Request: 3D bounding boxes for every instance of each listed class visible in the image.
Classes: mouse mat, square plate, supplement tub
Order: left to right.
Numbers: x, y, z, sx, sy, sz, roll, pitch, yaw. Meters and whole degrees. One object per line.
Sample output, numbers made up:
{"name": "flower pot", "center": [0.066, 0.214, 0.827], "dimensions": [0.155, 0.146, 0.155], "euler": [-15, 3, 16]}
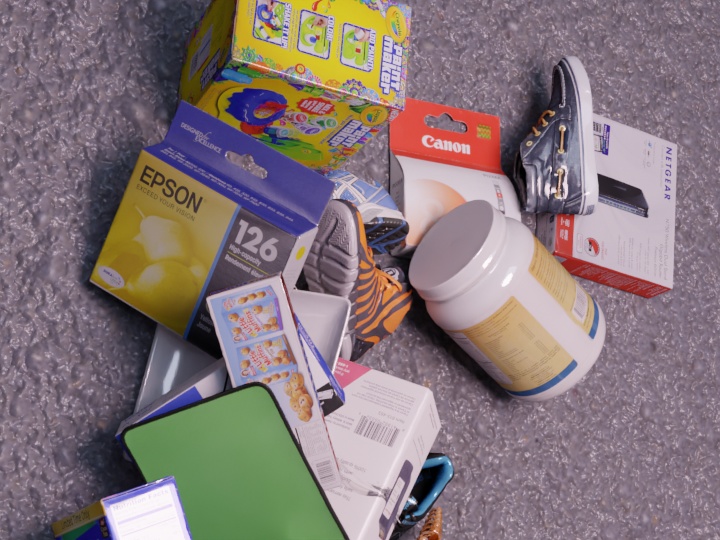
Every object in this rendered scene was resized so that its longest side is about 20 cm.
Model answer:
{"name": "mouse mat", "center": [-0.112, 0.204, 1.128], "dimensions": [0.202, 0.159, 0.008], "euler": [65, 19, -18]}
{"name": "square plate", "center": [-0.120, 0.110, 1.227], "dimensions": [0.197, 0.028, 0.202], "euler": [10, 77, 17]}
{"name": "supplement tub", "center": [0.161, 0.034, 1.367], "dimensions": [0.200, 0.144, 0.146], "euler": [43, 60, -25]}

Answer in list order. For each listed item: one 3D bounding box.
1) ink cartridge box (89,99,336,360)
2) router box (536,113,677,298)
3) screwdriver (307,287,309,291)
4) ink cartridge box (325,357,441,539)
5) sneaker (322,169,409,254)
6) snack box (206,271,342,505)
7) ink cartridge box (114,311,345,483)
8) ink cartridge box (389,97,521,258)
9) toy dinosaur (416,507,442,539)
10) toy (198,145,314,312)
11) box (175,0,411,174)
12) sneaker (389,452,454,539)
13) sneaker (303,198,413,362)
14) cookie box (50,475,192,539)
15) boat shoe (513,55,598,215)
{"name": "ink cartridge box", "center": [-0.147, -0.035, 1.205], "dimensions": [0.196, 0.047, 0.203], "euler": [28, 104, 20]}
{"name": "router box", "center": [0.310, -0.087, 1.554], "dimensions": [0.177, 0.049, 0.203], "euler": [15, 68, -22]}
{"name": "screwdriver", "center": [-0.050, 0.004, 1.363], "dimensions": [0.029, 0.028, 0.204], "euler": [27, 63, -49]}
{"name": "ink cartridge box", "center": [-0.025, 0.200, 1.243], "dimensions": [0.143, 0.085, 0.202], "euler": [17, 61, 22]}
{"name": "sneaker", "center": [-0.042, -0.065, 1.332], "dimensions": [0.198, 0.076, 0.078], "euler": [7, 49, -39]}
{"name": "snack box", "center": [-0.077, 0.108, 1.122], "dimensions": [0.071, 0.024, 0.203], "euler": [-15, 100, 4]}
{"name": "ink cartridge box", "center": [-0.120, 0.134, 1.161], "dimensions": [0.198, 0.044, 0.095], "euler": [-32, 101, 4]}
{"name": "ink cartridge box", "center": [0.114, -0.107, 1.464], "dimensions": [0.160, 0.050, 0.204], "euler": [8, 74, -25]}
{"name": "toy dinosaur", "center": [0.049, 0.328, 1.236], "dimensions": [0.102, 0.136, 0.199], "euler": [46, 48, 11]}
{"name": "toy", "center": [-0.129, -0.023, 1.283], "dimensions": [0.047, 0.115, 0.201], "euler": [-38, 92, -17]}
{"name": "box", "center": [-0.074, -0.210, 1.314], "dimensions": [0.190, 0.200, 0.124], "euler": [12, 69, -21]}
{"name": "sneaker", "center": [0.016, 0.252, 1.286], "dimensions": [0.200, 0.082, 0.074], "euler": [-42, 96, -29]}
{"name": "sneaker", "center": [0.000, 0.000, 1.321], "dimensions": [0.111, 0.203, 0.077], "euler": [-28, 46, -36]}
{"name": "cookie box", "center": [-0.197, 0.302, 1.115], "dimensions": [0.074, 0.171, 0.203], "euler": [-13, 80, -31]}
{"name": "boat shoe", "center": [0.228, -0.163, 1.480], "dimensions": [0.089, 0.071, 0.204], "euler": [-1, 71, -5]}
